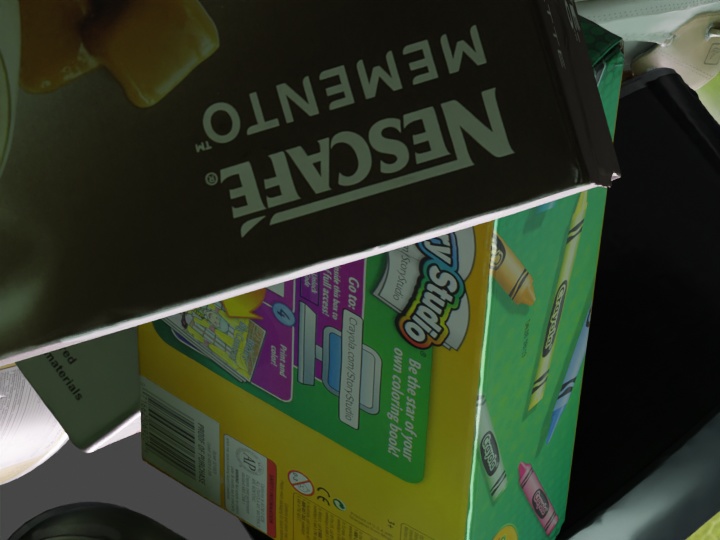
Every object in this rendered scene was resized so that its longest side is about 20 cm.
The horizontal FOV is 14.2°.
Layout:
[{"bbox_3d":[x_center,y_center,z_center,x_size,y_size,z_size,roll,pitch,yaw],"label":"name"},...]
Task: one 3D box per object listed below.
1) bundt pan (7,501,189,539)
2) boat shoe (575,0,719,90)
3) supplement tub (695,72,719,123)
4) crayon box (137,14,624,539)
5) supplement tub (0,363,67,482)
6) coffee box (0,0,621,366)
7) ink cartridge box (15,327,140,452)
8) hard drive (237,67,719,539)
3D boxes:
[{"bbox_3d":[-0.115,0.150,0.874,0.202,0.076,0.202,-49,-174,7],"label":"bundt pan"},{"bbox_3d":[0.113,-0.100,1.107,0.200,0.068,0.075,-15,-152,-41],"label":"boat shoe"},{"bbox_3d":[0.324,-0.123,1.879,0.200,0.146,0.145,-16,180,11],"label":"supplement tub"},{"bbox_3d":[0.000,0.000,0.788,0.058,0.119,0.200,-45,152,-35],"label":"crayon box"},{"bbox_3d":[-0.190,0.025,1.166,0.145,0.146,0.200,-16,180,22],"label":"supplement tub"},{"bbox_3d":[-0.057,-0.043,0.602,0.200,0.114,0.080,-15,179,11],"label":"coffee box"},{"bbox_3d":[-0.022,-0.035,0.958,0.200,0.083,0.146,-37,176,7],"label":"ink cartridge box"},{"bbox_3d":[0.048,0.037,0.895,0.200,0.135,0.042,-39,153,8],"label":"hard drive"}]
